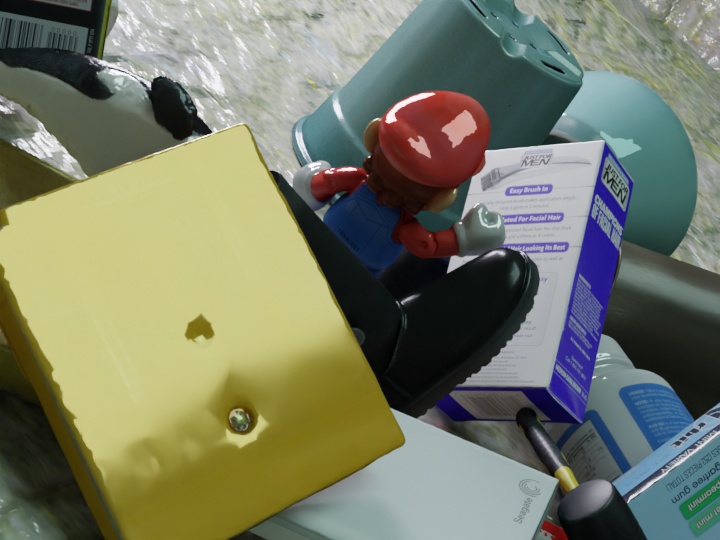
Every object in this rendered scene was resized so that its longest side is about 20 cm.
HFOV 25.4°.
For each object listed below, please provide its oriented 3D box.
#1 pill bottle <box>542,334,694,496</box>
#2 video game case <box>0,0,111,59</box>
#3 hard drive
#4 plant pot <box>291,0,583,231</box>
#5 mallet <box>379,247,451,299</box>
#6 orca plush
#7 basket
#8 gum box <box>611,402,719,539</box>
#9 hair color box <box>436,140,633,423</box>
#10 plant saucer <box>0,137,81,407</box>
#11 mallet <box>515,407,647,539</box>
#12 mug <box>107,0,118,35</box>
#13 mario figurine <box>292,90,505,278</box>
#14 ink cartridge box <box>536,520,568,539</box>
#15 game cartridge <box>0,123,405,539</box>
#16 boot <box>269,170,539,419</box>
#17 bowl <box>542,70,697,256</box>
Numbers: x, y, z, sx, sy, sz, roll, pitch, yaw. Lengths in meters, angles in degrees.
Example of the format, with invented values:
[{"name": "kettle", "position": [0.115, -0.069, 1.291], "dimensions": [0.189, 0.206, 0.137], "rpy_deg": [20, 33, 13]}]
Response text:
[{"name": "pill bottle", "position": [0.199, 0.143, 1.162], "dimensions": [0.112, 0.112, 0.201], "rpy_deg": [19, 31, -40]}, {"name": "video game case", "position": [-0.248, -0.208, 0.985], "dimensions": [0.198, 0.182, 0.025], "rpy_deg": [9, -7, -13]}, {"name": "hard drive", "position": [0.002, 0.120, 0.901], "dimensions": [0.199, 0.027, 0.132], "rpy_deg": [22, 31, 11]}, {"name": "plant pot", "position": [0.076, -0.136, 1.372], "dimensions": [0.200, 0.196, 0.201], "rpy_deg": [32, 25, -17]}, {"name": "mallet", "position": [0.096, 0.028, 1.254], "dimensions": [0.199, 0.066, 0.041], "rpy_deg": [22, 27, -37]}, {"name": "orca plush", "position": [-0.141, -0.080, 0.950], "dimensions": [0.199, 0.106, 0.071], "rpy_deg": [19, 23, 15]}, {"name": "basket", "position": [0.283, 0.063, 1.390], "dimensions": [0.199, 0.181, 0.137], "rpy_deg": [26, 48, -10]}, {"name": "gum box", "position": [0.272, 0.184, 1.049], "dimensions": [0.201, 0.169, 0.045], "rpy_deg": [58, -11, -12]}, {"name": "hair color box", "position": [0.122, 0.008, 1.157], "dimensions": [0.065, 0.109, 0.201], "rpy_deg": [42, 56, -46]}, {"name": "plant saucer", "position": [-0.203, -0.001, 0.892], "dimensions": [0.199, 0.049, 0.201], "rpy_deg": [28, 26, -25]}, {"name": "mallet", "position": [0.126, 0.125, 1.002], "dimensions": [0.066, 0.041, 0.200], "rpy_deg": [59, 1, -28]}, {"name": "mug", "position": [-0.267, -0.197, 1.056], "dimensions": [0.175, 0.148, 0.200], "rpy_deg": [47, 51, 4]}, {"name": "mario figurine", "position": [0.024, -0.040, 1.111], "dimensions": [0.123, 0.200, 0.106], "rpy_deg": [30, 25, -22]}, {"name": "ink cartridge box", "position": [0.079, 0.195, 0.941], "dimensions": [0.116, 0.067, 0.200], "rpy_deg": [30, 25, -24]}, {"name": "game cartridge", "position": [-0.089, 0.039, 0.838], "dimensions": [0.176, 0.032, 0.201], "rpy_deg": [-23, 83, -34]}, {"name": "boot", "position": [-0.001, 0.001, 1.006], "dimensions": [0.200, 0.165, 0.066], "rpy_deg": [42, 3, -30]}, {"name": "bowl", "position": [0.196, -0.076, 1.463], "dimensions": [0.201, 0.201, 0.105], "rpy_deg": [47, 34, 17]}]
